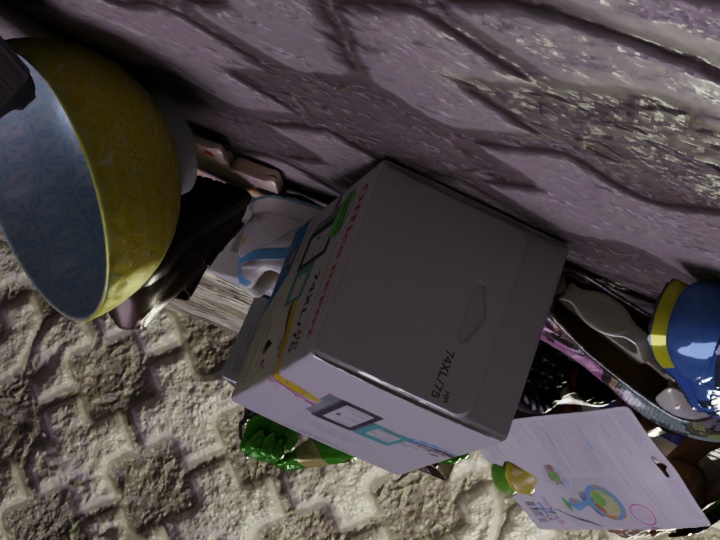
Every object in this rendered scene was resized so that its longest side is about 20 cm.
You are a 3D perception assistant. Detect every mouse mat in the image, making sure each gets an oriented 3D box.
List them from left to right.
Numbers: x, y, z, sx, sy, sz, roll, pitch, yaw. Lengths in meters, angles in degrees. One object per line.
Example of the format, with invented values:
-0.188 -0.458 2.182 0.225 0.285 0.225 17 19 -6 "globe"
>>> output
0.322 0.167 1.385 0.008 0.161 0.200 55 177 11 "mouse mat"

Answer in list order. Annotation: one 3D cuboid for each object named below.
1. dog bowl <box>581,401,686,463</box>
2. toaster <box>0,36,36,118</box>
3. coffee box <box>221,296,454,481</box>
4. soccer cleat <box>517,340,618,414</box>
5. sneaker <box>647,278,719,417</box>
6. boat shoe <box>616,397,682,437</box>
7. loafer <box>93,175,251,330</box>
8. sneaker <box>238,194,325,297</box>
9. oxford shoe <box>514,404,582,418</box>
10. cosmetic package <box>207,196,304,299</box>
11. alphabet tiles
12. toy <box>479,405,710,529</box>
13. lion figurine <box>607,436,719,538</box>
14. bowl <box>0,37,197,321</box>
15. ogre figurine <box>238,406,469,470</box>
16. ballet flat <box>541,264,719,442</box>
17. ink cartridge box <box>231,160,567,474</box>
0.214 0.116 1.585 0.200 0.079 0.200 23 173 3 "dog bowl"
-0.306 -0.137 1.109 0.200 0.114 0.129 13 142 57 "toaster"
-0.006 0.102 1.476 0.200 0.080 0.114 22 171 12 "coffee box"
0.133 0.074 1.344 0.073 0.068 0.200 10 -179 35 "soccer cleat"
0.251 0.061 1.117 0.078 0.066 0.200 14 169 30 "sneaker"
0.260 0.089 1.354 0.075 0.075 0.202 -11 174 -8 "boat shoe"
-0.150 -0.016 1.339 0.073 0.071 0.200 19 -150 18 "loafer"
0.000 0.000 1.365 0.200 0.081 0.077 11 169 17 "sneaker"
0.121 0.090 1.461 0.084 0.073 0.200 37 -167 -41 "oxford shoe"
-0.024 0.009 1.510 0.200 0.085 0.108 28 172 -37 "cosmetic package"
-0.153 -0.100 1.390 0.200 0.015 0.196 22 173 6 "alphabet tiles"
0.178 0.145 1.334 0.115 0.047 0.200 53 145 -15 "toy"
0.273 0.170 1.434 0.073 0.122 0.200 59 -159 15 "lion figurine"
-0.178 -0.075 1.192 0.108 0.201 0.200 -22 -162 -29 "bowl"
-0.002 0.092 1.340 0.200 0.120 0.098 -1 165 -13 "ogre figurine"
0.200 0.058 1.216 0.200 0.069 0.071 32 170 4 "ballet flat"
0.023 0.039 1.199 0.146 0.147 0.200 25 160 -13 "ink cartridge box"
